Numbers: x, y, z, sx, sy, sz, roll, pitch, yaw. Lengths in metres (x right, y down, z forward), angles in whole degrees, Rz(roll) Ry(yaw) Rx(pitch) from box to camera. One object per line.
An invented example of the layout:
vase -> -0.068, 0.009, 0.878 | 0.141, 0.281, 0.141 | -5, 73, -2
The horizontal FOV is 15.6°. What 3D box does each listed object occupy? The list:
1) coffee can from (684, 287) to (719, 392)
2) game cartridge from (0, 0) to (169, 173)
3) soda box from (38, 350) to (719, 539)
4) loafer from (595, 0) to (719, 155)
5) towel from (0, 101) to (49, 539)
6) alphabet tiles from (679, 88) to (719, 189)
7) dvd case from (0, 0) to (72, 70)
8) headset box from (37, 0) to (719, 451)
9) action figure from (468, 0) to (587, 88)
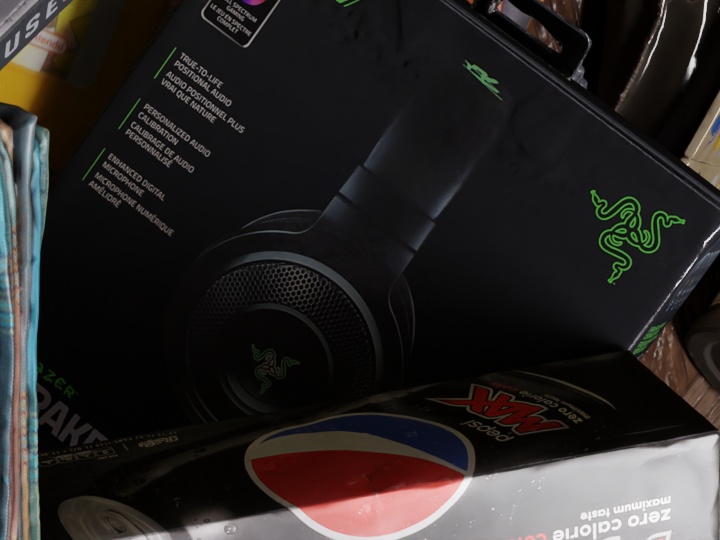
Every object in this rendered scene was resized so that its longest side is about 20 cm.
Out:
coffee can -> 0.266, -0.012, 1.237 | 0.200, 0.146, 0.146 | -57, 145, -12
game cartridge -> -0.099, -0.139, 0.773 | 0.176, 0.032, 0.201 | 20, 95, -56
soda box -> -0.004, 0.077, 0.711 | 0.199, 0.063, 0.071 | -9, 112, -16
loafer -> 0.130, -0.121, 1.071 | 0.200, 0.071, 0.073 | -62, 178, 15
towel -> -0.170, 0.014, 0.632 | 0.022, 0.199, 0.147 | -54, 152, -59
alphabet tiles -> 0.148, -0.046, 1.115 | 0.200, 0.006, 0.166 | -61, 168, 8
dvd case -> -0.136, -0.129, 0.594 | 0.150, 0.200, 0.025 | -48, 172, -24
headset box -> 0.000, 0.000, 0.814 | 0.200, 0.174, 0.093 | -53, 172, 8
action figure -> 0.027, -0.068, 0.963 | 0.200, 0.104, 0.194 | -53, 161, -63
